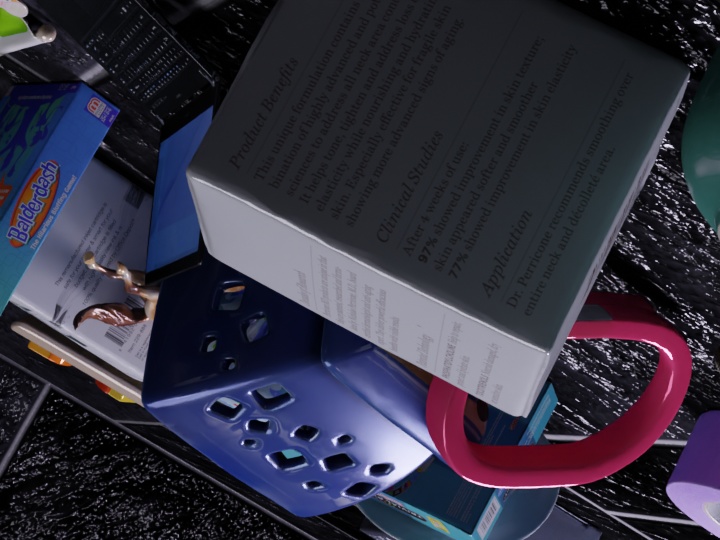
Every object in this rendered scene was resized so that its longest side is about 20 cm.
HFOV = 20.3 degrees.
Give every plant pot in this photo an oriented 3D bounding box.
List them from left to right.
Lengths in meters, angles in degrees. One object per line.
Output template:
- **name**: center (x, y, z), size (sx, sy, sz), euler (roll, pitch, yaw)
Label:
- **plant pot**: center (-0.014, 0.037, 1.405), size (0.179, 0.201, 0.200), euler (-14, 142, 33)

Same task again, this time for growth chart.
- **growth chart**: center (-0.325, -0.219, 1.505), size (0.199, 0.018, 0.145), euler (32, 166, -16)

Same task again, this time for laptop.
- **laptop**: center (-0.164, -0.101, 1.340), size (0.200, 0.103, 0.177), euler (44, 164, -9)

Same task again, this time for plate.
- **plate**: center (0.082, 0.168, 1.803), size (0.199, 0.200, 0.026), euler (24, 136, 17)

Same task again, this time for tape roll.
- **tape roll**: center (0.338, 0.184, 1.551), size (0.199, 0.066, 0.200), euler (26, 167, 7)

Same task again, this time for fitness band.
- **fitness band**: center (0.134, 0.081, 1.356), size (0.199, 0.144, 0.037), euler (3, -148, -33)

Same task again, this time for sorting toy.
- **sorting toy**: center (-0.301, 0.098, 2.328), size (0.184, 0.037, 0.200), euler (30, -171, 3)

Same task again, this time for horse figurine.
- **horse figurine**: center (-0.155, 0.005, 1.769), size (0.199, 0.050, 0.133), euler (-26, 142, 17)

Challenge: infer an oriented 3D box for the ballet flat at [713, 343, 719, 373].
- **ballet flat**: center (0.305, 0.094, 1.244), size (0.199, 0.068, 0.076), euler (14, 123, 42)

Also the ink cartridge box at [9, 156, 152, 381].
- **ink cartridge box**: center (-0.239, -0.009, 1.836), size (0.200, 0.146, 0.084), euler (35, 169, -25)

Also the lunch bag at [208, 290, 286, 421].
- **lunch bag**: center (-0.088, 0.088, 1.905), size (0.170, 0.128, 0.200), euler (26, 173, -35)

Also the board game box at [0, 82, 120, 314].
- **board game box**: center (-0.290, -0.058, 1.636), size (0.045, 0.201, 0.152), euler (35, 165, -29)

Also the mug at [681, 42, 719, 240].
- **mug**: center (0.211, -0.043, 0.843), size (0.151, 0.115, 0.185), euler (25, 166, 14)

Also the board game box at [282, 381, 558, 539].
- **board game box**: center (0.049, 0.132, 1.756), size (0.199, 0.151, 0.047), euler (23, 162, 23)

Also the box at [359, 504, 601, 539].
- **box**: center (0.133, 0.295, 2.290), size (0.196, 0.118, 0.200), euler (32, 165, -15)

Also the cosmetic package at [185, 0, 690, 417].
- **cosmetic package**: center (0.039, -0.053, 1.043), size (0.199, 0.168, 0.166), euler (27, 168, 7)
